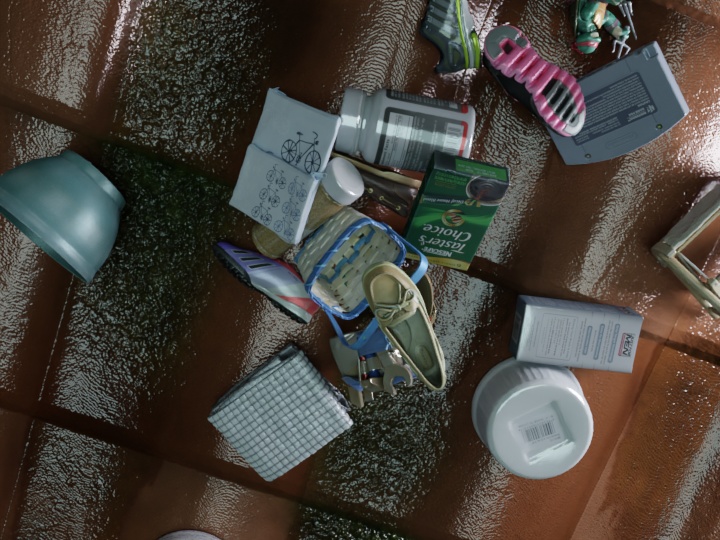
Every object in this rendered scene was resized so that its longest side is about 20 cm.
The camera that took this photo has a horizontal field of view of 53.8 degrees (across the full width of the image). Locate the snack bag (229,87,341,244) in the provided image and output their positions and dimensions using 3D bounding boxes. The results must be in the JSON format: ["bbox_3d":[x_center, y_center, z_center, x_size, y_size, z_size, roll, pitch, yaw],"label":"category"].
[{"bbox_3d":[-0.118,-0.164,1.075,0.021,0.188,0.201,9,107,-46],"label":"snack bag"}]

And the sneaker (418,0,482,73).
[{"bbox_3d":[0.121,-0.391,1.069,0.080,0.074,0.201,-19,101,7],"label":"sneaker"}]

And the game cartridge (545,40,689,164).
[{"bbox_3d":[0.379,-0.240,1.072,0.199,0.041,0.134,-20,103,45],"label":"game cartridge"}]

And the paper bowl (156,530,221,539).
[{"bbox_3d":[-0.315,0.582,1.272,0.199,0.104,0.203,0,104,0],"label":"paper bowl"}]

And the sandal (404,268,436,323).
[{"bbox_3d":[0.092,0.072,1.184,0.077,0.070,0.213,16,125,21],"label":"sandal"}]

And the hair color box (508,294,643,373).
[{"bbox_3d":[0.360,0.106,1.194,0.198,0.061,0.100,7,103,-2],"label":"hair color box"}]

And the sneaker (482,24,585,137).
[{"bbox_3d":[0.259,-0.280,1.083,0.079,0.095,0.200,-42,90,-8],"label":"sneaker"}]

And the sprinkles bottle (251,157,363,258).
[{"bbox_3d":[-0.084,-0.093,1.095,0.199,0.068,0.068,-34,103,34],"label":"sprinkles bottle"}]

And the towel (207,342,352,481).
[{"bbox_3d":[-0.133,0.237,1.206,0.199,0.086,0.166,-37,99,9],"label":"towel"}]

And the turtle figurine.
[{"bbox_3d":[0.356,-0.397,1.047,0.100,0.150,0.202,5,96,16],"label":"turtle figurine"}]

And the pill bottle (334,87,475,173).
[{"bbox_3d":[0.066,-0.213,1.086,0.198,0.114,0.115,10,103,-3],"label":"pill bottle"}]

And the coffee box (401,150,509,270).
[{"bbox_3d":[0.141,-0.087,1.098,0.122,0.044,0.201,12,139,-7],"label":"coffee box"}]

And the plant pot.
[{"bbox_3d":[-0.446,-0.095,1.080,0.200,0.200,0.134,43,72,-10],"label":"plant pot"}]

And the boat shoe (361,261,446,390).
[{"bbox_3d":[0.066,0.078,0.994,0.073,0.063,0.202,-25,113,0],"label":"boat shoe"}]

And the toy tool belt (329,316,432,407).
[{"bbox_3d":[0.044,0.148,1.123,0.199,0.124,0.124,-17,83,43],"label":"toy tool belt"}]

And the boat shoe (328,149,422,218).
[{"bbox_3d":[-0.003,-0.141,1.123,0.198,0.070,0.071,20,101,-6],"label":"boat shoe"}]

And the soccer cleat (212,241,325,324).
[{"bbox_3d":[-0.151,0.006,1.167,0.199,0.068,0.073,37,76,-5],"label":"soccer cleat"}]

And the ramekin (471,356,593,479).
[{"bbox_3d":[0.295,0.253,1.208,0.198,0.098,0.202,0,103,-1],"label":"ramekin"}]

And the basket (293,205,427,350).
[{"bbox_3d":[0.000,0.000,1.090,0.177,0.200,0.139,-48,130,10],"label":"basket"}]

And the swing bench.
[{"bbox_3d":[0.598,-0.043,1.132,0.200,0.130,0.199,44,99,-5],"label":"swing bench"}]
